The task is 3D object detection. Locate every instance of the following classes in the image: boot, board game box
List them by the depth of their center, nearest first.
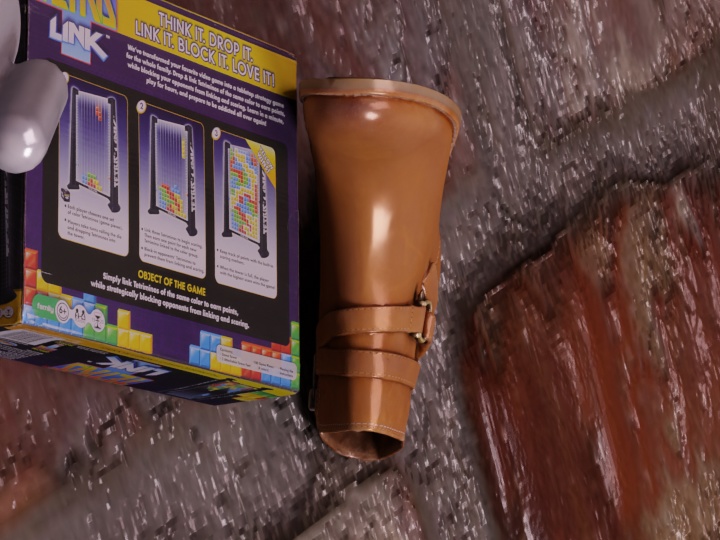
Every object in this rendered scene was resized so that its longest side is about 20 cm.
[{"bbox_3d":[-0.106,-0.037,1.277,0.200,0.056,0.166,19,66,-54],"label":"board game box"},{"bbox_3d":[0.000,0.000,1.375,0.200,0.076,0.156,86,13,-73],"label":"boot"}]

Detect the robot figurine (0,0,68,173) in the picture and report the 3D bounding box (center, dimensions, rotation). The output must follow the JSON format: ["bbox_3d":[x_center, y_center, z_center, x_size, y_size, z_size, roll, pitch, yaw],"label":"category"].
[{"bbox_3d":[-0.194,-0.077,1.074,0.200,0.168,0.114,-78,180,-62],"label":"robot figurine"}]
